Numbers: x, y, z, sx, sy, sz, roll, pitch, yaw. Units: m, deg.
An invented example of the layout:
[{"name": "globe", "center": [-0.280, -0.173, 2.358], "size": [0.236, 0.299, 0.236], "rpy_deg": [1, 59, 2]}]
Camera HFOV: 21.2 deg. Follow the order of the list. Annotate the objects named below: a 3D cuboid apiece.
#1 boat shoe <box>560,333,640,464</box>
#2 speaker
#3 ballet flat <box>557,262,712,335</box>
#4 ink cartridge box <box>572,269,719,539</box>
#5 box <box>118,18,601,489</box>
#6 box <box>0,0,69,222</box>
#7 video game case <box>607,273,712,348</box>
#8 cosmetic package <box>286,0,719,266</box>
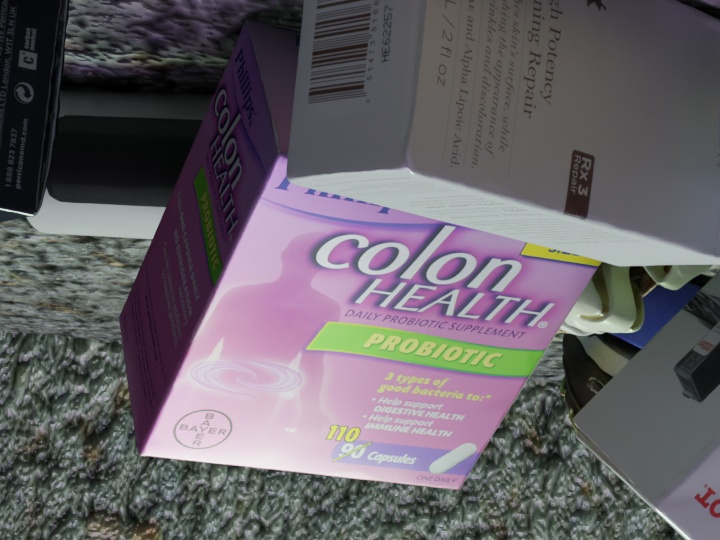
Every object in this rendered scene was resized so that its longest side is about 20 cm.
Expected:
[{"name": "boat shoe", "center": [0.147, 0.066, 1.101], "size": [0.072, 0.060, 0.200], "rpy_deg": [19, -174, -1]}, {"name": "speaker", "center": [-0.078, -0.054, 1.029], "size": [0.200, 0.081, 0.081], "rpy_deg": [4, 173, 18]}, {"name": "ballet flat", "center": [0.133, -0.010, 0.945], "size": [0.070, 0.065, 0.200], "rpy_deg": [18, 136, -27]}, {"name": "ink cartridge box", "center": [0.223, 0.058, 0.918], "size": [0.144, 0.200, 0.084], "rpy_deg": [42, -175, -34]}, {"name": "box", "center": [0.000, 0.000, 0.923], "size": [0.176, 0.097, 0.200], "rpy_deg": [9, 130, -23]}, {"name": "box", "center": [-0.250, -0.083, 0.838], "size": [0.200, 0.104, 0.148], "rpy_deg": [10, 172, -31]}, {"name": "video game case", "center": [0.206, 0.033, 1.069], "size": [0.181, 0.046, 0.200], "rpy_deg": [17, -175, -28]}, {"name": "cosmetic package", "center": [0.069, -0.065, 0.752], "size": [0.200, 0.102, 0.074], "rpy_deg": [10, 173, -41]}]
